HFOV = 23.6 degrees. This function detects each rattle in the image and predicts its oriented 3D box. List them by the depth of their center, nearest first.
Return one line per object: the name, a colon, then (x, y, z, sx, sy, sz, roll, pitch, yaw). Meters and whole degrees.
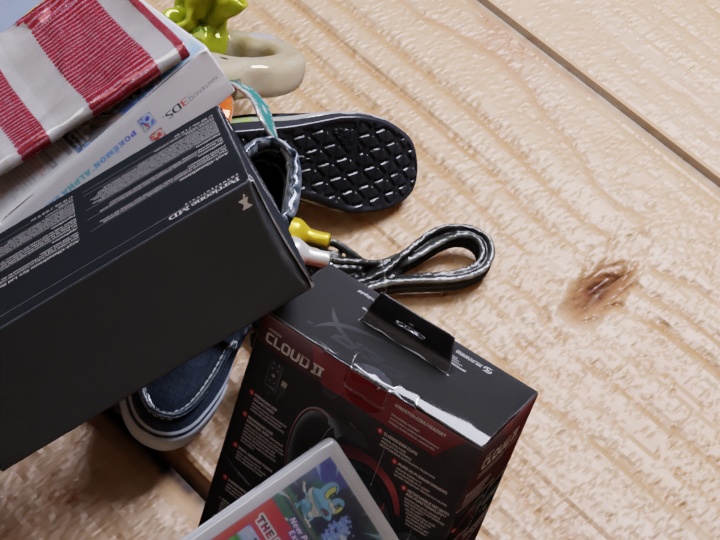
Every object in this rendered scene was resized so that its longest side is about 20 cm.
rattle: (-0.090, -0.175, 1.180, 0.129, 0.144, 0.200, 22, 15, -6)

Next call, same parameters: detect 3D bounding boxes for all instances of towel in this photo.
towel: (-0.217, -0.113, 1.082, 0.199, 0.023, 0.144, -33, 39, -9)

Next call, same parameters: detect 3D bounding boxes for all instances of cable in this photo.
cable: (0.000, 0.000, 1.180, 0.198, 0.051, 0.098, -2, 53, -8)

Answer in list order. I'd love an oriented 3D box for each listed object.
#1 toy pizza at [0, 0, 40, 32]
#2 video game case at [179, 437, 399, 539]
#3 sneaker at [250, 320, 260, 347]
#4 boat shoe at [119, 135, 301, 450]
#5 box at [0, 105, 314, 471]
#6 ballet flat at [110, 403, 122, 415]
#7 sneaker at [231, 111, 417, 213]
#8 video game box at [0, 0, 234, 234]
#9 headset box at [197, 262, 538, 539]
toy pizza: (-0.220, -0.140, 1.277, 0.198, 0.032, 0.202, 5, 50, -5)
video game case: (-0.036, 0.223, 0.920, 0.181, 0.023, 0.201, -33, 92, -14)
sneaker: (0.013, 0.088, 1.091, 0.082, 0.078, 0.201, -16, 61, -35)
boat shoe: (-0.095, 0.009, 1.082, 0.070, 0.091, 0.202, 22, 62, -6)
box: (-0.139, 0.006, 0.975, 0.199, 0.079, 0.141, -30, 22, 1)
ballet flat: (-0.180, 0.024, 1.127, 0.066, 0.057, 0.200, -32, 68, -32)
sneaker: (-0.055, -0.086, 1.230, 0.198, 0.072, 0.083, 3, 14, -26)
video game box: (-0.200, -0.106, 1.132, 0.182, 0.047, 0.200, -43, 39, -6)
headset box: (0.002, 0.106, 0.988, 0.148, 0.201, 0.075, 30, 35, 18)
